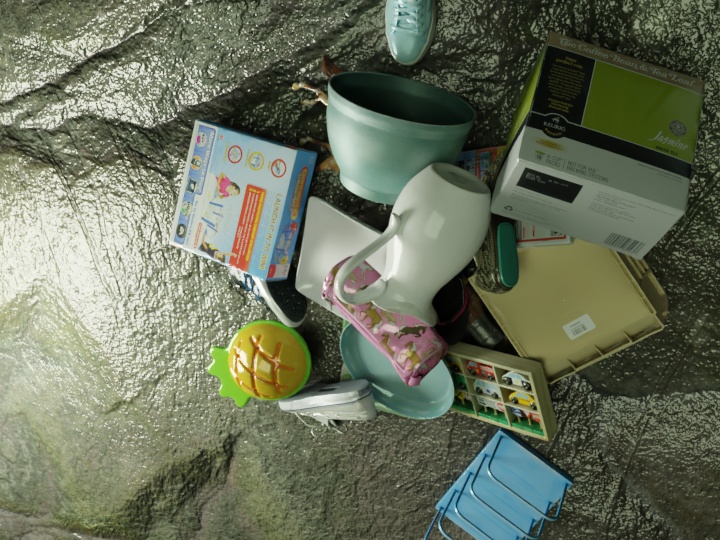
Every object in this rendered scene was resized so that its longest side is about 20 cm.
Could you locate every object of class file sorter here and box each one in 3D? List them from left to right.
[{"bbox_3d":[0.209,0.379,1.444,0.139,0.123,0.200,36,120,6],"label":"file sorter"}]

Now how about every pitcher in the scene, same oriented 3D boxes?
[{"bbox_3d":[0.066,-0.034,1.169,0.121,0.171,0.200,50,124,43],"label":"pitcher"}]

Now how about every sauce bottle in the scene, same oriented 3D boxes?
[{"bbox_3d":[0.133,0.033,1.368,0.066,0.066,0.200,-38,91,30],"label":"sauce bottle"}]

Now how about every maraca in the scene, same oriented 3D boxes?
[{"bbox_3d":[-0.167,0.154,1.517,0.200,0.107,0.137,-23,93,29],"label":"maraca"}]

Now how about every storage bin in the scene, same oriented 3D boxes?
[{"bbox_3d":[0.290,0.026,1.286,0.200,0.094,0.199,-32,96,29],"label":"storage bin"}]

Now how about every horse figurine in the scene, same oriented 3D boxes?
[{"bbox_3d":[-0.034,-0.208,1.351,0.132,0.050,0.200,14,117,23],"label":"horse figurine"}]

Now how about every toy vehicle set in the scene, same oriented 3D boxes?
[{"bbox_3d":[0.191,0.172,1.363,0.200,0.027,0.124,11,129,46],"label":"toy vehicle set"}]

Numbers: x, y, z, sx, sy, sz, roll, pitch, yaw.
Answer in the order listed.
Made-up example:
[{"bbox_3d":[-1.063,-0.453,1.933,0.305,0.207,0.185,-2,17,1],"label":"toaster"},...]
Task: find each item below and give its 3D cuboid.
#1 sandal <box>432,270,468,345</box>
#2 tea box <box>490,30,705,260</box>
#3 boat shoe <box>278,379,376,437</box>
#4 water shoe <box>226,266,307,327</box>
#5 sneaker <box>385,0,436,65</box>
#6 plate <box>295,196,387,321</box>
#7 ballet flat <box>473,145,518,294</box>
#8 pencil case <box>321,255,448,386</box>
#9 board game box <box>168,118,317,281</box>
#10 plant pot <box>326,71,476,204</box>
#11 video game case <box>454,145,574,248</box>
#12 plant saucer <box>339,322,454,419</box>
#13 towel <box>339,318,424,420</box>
[{"bbox_3d":[0.116,0.031,1.289,0.075,0.045,0.200,-6,126,-4],"label":"sandal"},{"bbox_3d":[0.285,-0.150,1.118,0.200,0.197,0.134,19,156,1],"label":"tea box"},{"bbox_3d":[-0.049,0.230,1.502,0.202,0.075,0.086,-13,102,41],"label":"boat shoe"},{"bbox_3d":[-0.160,0.010,1.489,0.200,0.071,0.079,55,139,1],"label":"water shoe"},{"bbox_3d":[0.062,-0.369,1.227,0.074,0.082,0.200,13,115,18],"label":"sneaker"},{"bbox_3d":[0.000,0.000,1.381,0.200,0.032,0.200,29,136,17],"label":"plate"},{"bbox_3d":[0.175,-0.070,1.219,0.075,0.068,0.200,2,87,49],"label":"ballet flat"},{"bbox_3d":[0.033,0.070,1.298,0.200,0.083,0.087,44,97,16],"label":"pencil case"},{"bbox_3d":[-0.180,-0.108,1.395,0.196,0.056,0.200,20,101,28],"label":"board game box"},{"bbox_3d":[0.042,-0.171,1.246,0.200,0.200,0.134,21,117,13],"label":"plant pot"},{"bbox_3d":[0.195,-0.100,1.257,0.200,0.017,0.143,-3,81,37],"label":"video game case"},{"bbox_3d":[0.059,0.143,1.410,0.200,0.027,0.200,23,138,22],"label":"plant saucer"},{"bbox_3d":[0.038,0.137,1.474,0.152,0.023,0.200,10,114,18],"label":"towel"}]
